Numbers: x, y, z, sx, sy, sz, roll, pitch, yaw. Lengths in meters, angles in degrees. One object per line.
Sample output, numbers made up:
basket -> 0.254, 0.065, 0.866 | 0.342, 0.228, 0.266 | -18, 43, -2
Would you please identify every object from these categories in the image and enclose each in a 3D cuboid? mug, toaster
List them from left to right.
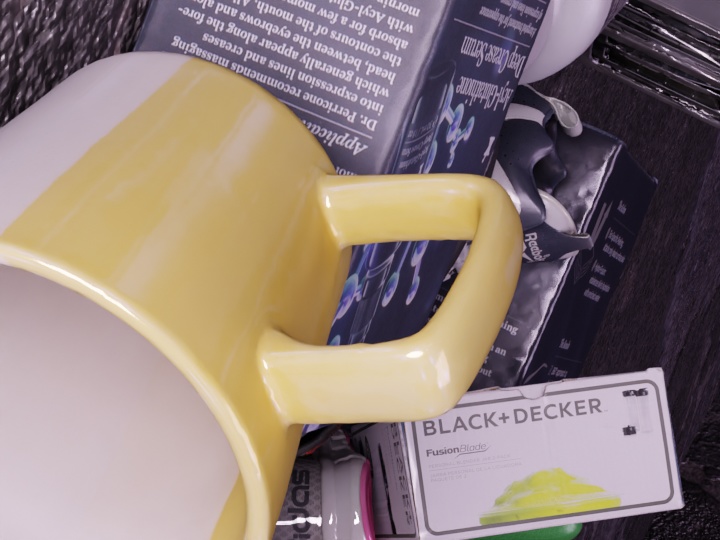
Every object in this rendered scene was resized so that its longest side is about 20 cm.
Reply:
mug -> -0.056, 0.017, 0.614 | 0.153, 0.186, 0.150 | -61, 171, -50
toaster -> 0.213, -0.182, 1.247 | 0.119, 0.200, 0.181 | -62, 172, -10

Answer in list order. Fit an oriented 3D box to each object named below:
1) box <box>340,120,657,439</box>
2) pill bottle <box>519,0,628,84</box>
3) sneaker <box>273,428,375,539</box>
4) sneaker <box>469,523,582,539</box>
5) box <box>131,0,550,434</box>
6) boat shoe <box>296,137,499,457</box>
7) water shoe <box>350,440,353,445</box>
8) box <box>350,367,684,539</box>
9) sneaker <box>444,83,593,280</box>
box -> 0.069, 0.009, 1.128 | 0.201, 0.117, 0.197 | -67, 166, 1
pill bottle -> 0.076, -0.152, 0.933 | 0.200, 0.110, 0.111 | -48, 156, -52
sneaker -> -0.047, 0.115, 0.984 | 0.200, 0.087, 0.074 | 170, -80, -82
sneaker -> 0.052, 0.188, 1.219 | 0.200, 0.084, 0.074 | -28, 179, 18
box -> -0.018, -0.052, 0.764 | 0.201, 0.107, 0.148 | -69, 166, 8
boat shoe -> 0.002, 0.002, 0.906 | 0.202, 0.074, 0.063 | -53, -165, -7
water shoe -> -0.037, 0.184, 1.103 | 0.200, 0.071, 0.079 | -58, 165, -28
box -> 0.063, 0.088, 0.918 | 0.200, 0.116, 0.060 | 131, -48, -79
sneaker -> 0.041, -0.010, 0.980 | 0.200, 0.129, 0.080 | -65, 163, -11
